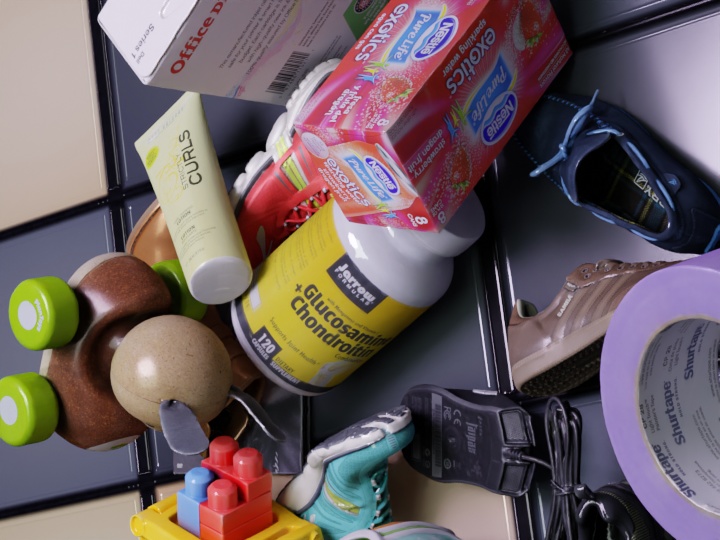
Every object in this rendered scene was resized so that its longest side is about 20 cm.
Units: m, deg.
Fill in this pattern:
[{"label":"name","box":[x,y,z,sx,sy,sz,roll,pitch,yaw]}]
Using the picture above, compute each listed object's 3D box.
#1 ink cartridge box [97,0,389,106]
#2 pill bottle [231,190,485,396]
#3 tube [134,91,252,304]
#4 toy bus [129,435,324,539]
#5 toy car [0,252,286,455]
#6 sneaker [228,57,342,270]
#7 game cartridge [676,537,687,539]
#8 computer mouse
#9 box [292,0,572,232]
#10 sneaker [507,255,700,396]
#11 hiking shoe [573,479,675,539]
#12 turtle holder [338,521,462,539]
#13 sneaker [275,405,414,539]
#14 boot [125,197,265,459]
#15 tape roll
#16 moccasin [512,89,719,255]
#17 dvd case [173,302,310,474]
[{"label":"ink cartridge box","box":[-0.083,-0.213,1.823,0.084,0.199,0.145,51,118,30]},{"label":"pill bottle","box":[0.000,0.000,1.795,0.200,0.112,0.113,-42,62,32]},{"label":"tube","box":[-0.133,-0.059,1.847,0.052,0.058,0.201,88,167,-46]},{"label":"toy bus","box":[-0.083,0.234,1.807,0.199,0.135,0.194,26,124,38]},{"label":"toy car","box":[-0.152,0.092,1.779,0.199,0.164,0.159,32,117,37]},{"label":"sneaker","box":[-0.042,-0.069,1.856,0.085,0.077,0.201,34,102,28]},{"label":"game cartridge","box":[0.220,0.292,1.584,0.132,0.041,0.201,30,105,-3]},{"label":"computer mouse","box":[0.106,0.155,1.733,0.199,0.046,0.142,2,98,51]},{"label":"box","box":[0.055,-0.133,1.694,0.095,0.100,0.200,9,50,42]},{"label":"sneaker","box":[0.180,0.019,1.666,0.199,0.070,0.076,-28,59,32]},{"label":"hiking shoe","box":[0.177,0.246,1.633,0.075,0.100,0.202,-15,77,40]},{"label":"turtle holder","box":[0.026,0.270,1.708,0.140,0.132,0.187,-1,59,50]},{"label":"sneaker","box":[0.002,0.164,1.791,0.080,0.077,0.200,57,150,15]},{"label":"boot","box":[-0.133,0.042,1.909,0.155,0.076,0.201,42,116,37]},{"label":"tape roll","box":[0.254,0.084,1.518,0.199,0.085,0.202,22,121,44]},{"label":"moccasin","box":[0.176,-0.079,1.674,0.199,0.068,0.081,32,108,40]},{"label":"dvd case","box":[-0.100,0.068,1.942,0.148,0.016,0.202,-4,84,41]}]
